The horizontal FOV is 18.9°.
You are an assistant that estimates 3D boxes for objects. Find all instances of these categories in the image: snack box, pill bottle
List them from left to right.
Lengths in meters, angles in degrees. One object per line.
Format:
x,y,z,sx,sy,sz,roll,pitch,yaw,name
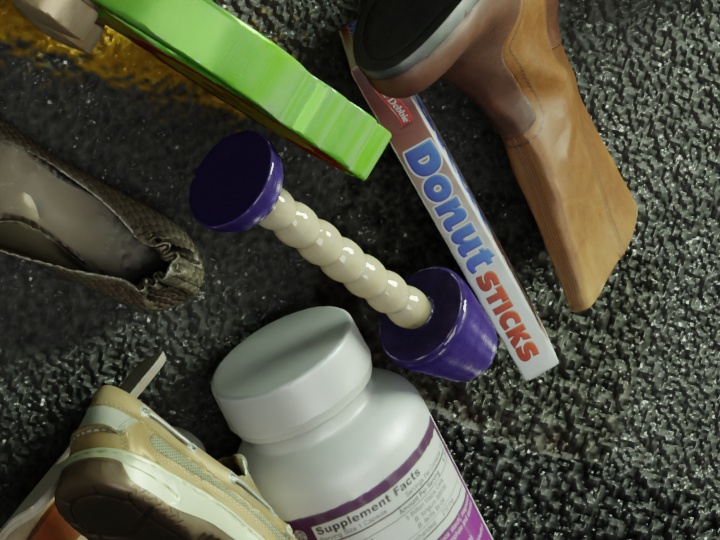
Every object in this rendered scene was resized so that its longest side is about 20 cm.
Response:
0.000,0.124,1.147,0.112,0.112,0.201,-31,112,-10,pill bottle
0.046,-0.038,1.142,0.024,0.072,0.201,-28,113,6,snack box

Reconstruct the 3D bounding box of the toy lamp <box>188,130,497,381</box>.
0.000,0.000,1.070,0.200,0.058,0.058,36,90,-44,toy lamp

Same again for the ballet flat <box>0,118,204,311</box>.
-0.165,-0.030,1.081,0.199,0.046,0.068,27,93,-24,ballet flat

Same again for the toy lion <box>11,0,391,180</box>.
-0.070,-0.104,1.021,0.191,0.200,0.069,32,90,-6,toy lion

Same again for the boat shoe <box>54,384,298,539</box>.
-0.066,0.124,1.063,0.071,0.077,0.200,-17,135,28,boat shoe

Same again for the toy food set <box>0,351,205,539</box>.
-0.098,0.163,1.103,0.060,0.144,0.201,-11,114,30,toy food set

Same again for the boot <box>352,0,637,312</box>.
0.074,-0.068,1.111,0.068,0.189,0.201,-11,113,23,boot
